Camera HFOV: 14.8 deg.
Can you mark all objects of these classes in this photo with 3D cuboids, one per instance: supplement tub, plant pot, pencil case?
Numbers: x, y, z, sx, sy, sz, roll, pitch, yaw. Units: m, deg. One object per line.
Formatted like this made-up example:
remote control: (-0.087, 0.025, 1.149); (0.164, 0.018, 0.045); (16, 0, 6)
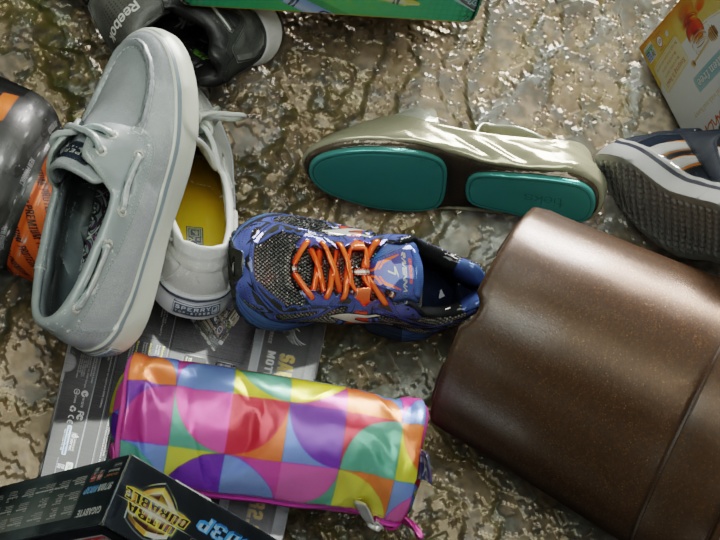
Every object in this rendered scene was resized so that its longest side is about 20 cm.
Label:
supplement tub: (-0.273, -0.076, 1.722); (0.199, 0.123, 0.123); (24, 70, 1)
plant pot: (0.161, 0.070, 1.699); (0.197, 0.200, 0.201); (26, 70, 11)
pencil case: (-0.053, 0.104, 1.660); (0.199, 0.088, 0.089); (10, 71, -3)

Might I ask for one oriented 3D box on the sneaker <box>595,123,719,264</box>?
sneaker: (0.227, -0.052, 1.748); (0.079, 0.200, 0.079); (-36, 117, -14)

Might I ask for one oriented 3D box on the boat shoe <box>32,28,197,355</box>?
boat shoe: (-0.150, -0.053, 1.642); (0.070, 0.071, 0.202); (0, 74, 40)

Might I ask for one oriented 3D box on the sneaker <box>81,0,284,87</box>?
sneaker: (-0.149, -0.180, 1.786); (0.199, 0.067, 0.091); (30, 34, 3)

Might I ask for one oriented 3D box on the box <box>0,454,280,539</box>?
box: (-0.118, 0.171, 1.593); (0.159, 0.200, 0.046); (33, 66, -22)

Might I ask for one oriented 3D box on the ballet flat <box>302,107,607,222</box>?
ballet flat: (0.061, -0.072, 1.798); (0.199, 0.070, 0.070); (9, 71, -5)

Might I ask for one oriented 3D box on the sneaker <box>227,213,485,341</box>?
sneaker: (0.000, 0.000, 1.702); (0.199, 0.078, 0.076); (4, 79, -42)

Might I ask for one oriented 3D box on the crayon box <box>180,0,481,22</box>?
crayon box: (-0.024, -0.225, 1.796); (0.199, 0.058, 0.119); (2, 45, -17)

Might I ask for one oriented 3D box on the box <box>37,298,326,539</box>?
box: (-0.110, 0.080, 1.728); (0.157, 0.048, 0.201); (12, 70, -4)

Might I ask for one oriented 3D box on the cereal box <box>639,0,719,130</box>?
cereal box: (0.263, -0.094, 1.779); (0.039, 0.144, 0.201); (-18, 73, -26)

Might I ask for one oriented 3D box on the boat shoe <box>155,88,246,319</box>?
boat shoe: (-0.110, -0.071, 1.725); (0.074, 0.086, 0.203); (4, 45, -12)
